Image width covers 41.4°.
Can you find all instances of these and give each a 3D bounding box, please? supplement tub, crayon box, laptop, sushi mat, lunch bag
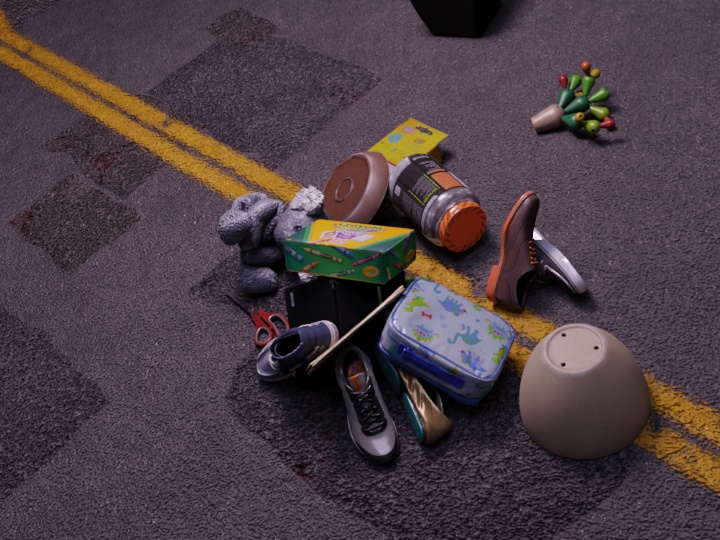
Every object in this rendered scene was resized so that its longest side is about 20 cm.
[{"bbox_3d":[0.145,-0.126,1.800,0.122,0.123,0.200,-30,43,-10],"label":"supplement tub"},{"bbox_3d":[-0.017,-0.034,1.625,0.197,0.059,0.119,7,23,29],"label":"crayon box"},{"bbox_3d":[-0.018,0.100,1.642,0.197,0.103,0.180,-7,84,-12],"label":"laptop"},{"bbox_3d":[-0.009,0.097,1.542,0.199,0.096,0.012,-40,85,-13],"label":"sushi mat"},{"bbox_3d":[0.136,0.113,1.527,0.198,0.083,0.161,28,41,7],"label":"lunch bag"},{"bbox_3d":[0.080,-0.227,1.982,0.199,0.051,0.127,-39,44,-17],"label":"crayon box"}]

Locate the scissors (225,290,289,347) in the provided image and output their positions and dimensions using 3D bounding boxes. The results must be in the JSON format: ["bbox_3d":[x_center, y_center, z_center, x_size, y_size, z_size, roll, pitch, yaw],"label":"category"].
[{"bbox_3d":[-0.195,0.078,1.817,0.073,0.014,0.200,-32,42,-7],"label":"scissors"}]

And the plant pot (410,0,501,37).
[{"bbox_3d":[0.235,-0.672,2.277,0.197,0.179,0.201,11,51,30],"label":"plant pot"}]

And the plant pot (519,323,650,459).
[{"bbox_3d":[0.327,0.159,1.426,0.197,0.135,0.202,-12,43,12],"label":"plant pot"}]

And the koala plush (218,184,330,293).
[{"bbox_3d":[-0.143,-0.080,1.843,0.197,0.179,0.185,-9,33,19],"label":"koala plush"}]

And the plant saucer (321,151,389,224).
[{"bbox_3d":[-0.023,-0.154,1.891,0.199,0.034,0.203,-33,42,35],"label":"plant saucer"}]

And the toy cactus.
[{"bbox_3d":[0.425,-0.330,1.926,0.163,0.102,0.202,-22,50,14],"label":"toy cactus"}]

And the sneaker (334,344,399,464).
[{"bbox_3d":[0.004,0.212,1.517,0.073,0.079,0.202,-21,70,-2],"label":"sneaker"}]

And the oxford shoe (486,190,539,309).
[{"bbox_3d":[0.279,-0.033,1.627,0.072,0.203,0.071,24,17,37],"label":"oxford shoe"}]

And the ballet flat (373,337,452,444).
[{"bbox_3d":[0.085,0.188,1.539,0.062,0.069,0.202,-18,59,-16],"label":"ballet flat"}]

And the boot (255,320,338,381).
[{"bbox_3d":[-0.133,0.137,1.614,0.199,0.090,0.074,-33,71,36],"label":"boot"}]

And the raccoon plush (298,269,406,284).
[{"bbox_3d":[0.000,0.000,1.716,0.198,0.098,0.134,-31,14,-14],"label":"raccoon plush"}]

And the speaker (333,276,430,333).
[{"bbox_3d":[0.031,0.064,1.681,0.197,0.089,0.089,-9,43,14],"label":"speaker"}]

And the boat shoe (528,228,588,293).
[{"bbox_3d":[0.317,-0.013,1.660,0.066,0.070,0.201,-43,46,6],"label":"boat shoe"}]
